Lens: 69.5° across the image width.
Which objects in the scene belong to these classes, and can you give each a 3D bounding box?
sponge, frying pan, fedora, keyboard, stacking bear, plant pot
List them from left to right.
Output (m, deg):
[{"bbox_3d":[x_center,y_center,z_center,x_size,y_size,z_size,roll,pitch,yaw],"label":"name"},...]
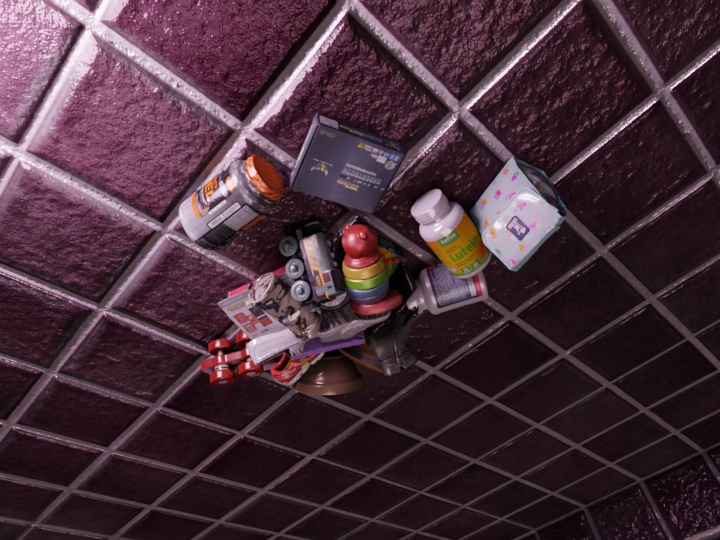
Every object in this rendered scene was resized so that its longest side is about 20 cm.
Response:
[{"bbox_3d":[-0.091,0.157,1.366,0.198,0.112,0.030,-13,147,2],"label":"sponge"},{"bbox_3d":[-0.093,0.278,1.462,0.199,0.201,0.094,-2,93,-8],"label":"plant pot"},{"bbox_3d":[-0.053,0.014,1.222,0.114,0.031,0.191,24,108,-19],"label":"frying pan"},{"bbox_3d":[0.010,-0.011,1.166,0.113,0.121,0.201,-26,124,-21],"label":"stacking bear"},{"bbox_3d":[0.029,0.217,1.439,0.200,0.200,0.082,25,90,-29],"label":"fedora"},{"bbox_3d":[0.101,0.075,1.280,0.020,0.128,0.200,-14,160,-20],"label":"keyboard"}]

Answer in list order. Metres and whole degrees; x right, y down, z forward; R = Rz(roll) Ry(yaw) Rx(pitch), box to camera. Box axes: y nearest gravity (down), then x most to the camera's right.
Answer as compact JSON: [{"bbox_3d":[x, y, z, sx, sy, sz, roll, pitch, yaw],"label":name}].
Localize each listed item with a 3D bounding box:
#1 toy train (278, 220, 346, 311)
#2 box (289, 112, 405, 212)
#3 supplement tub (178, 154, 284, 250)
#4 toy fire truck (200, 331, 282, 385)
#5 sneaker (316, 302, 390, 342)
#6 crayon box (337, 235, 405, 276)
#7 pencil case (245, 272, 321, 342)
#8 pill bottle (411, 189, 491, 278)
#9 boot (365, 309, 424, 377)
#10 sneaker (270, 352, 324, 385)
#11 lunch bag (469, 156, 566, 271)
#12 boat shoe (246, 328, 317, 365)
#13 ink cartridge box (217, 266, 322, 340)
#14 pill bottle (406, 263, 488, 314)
[{"bbox_3d":[-0.107,-0.012,1.168,0.113,0.202,0.085,-19,169,11],"label":"toy train"},{"bbox_3d":[-0.029,-0.216,1.076,0.198,0.051,0.158,15,129,-22],"label":"box"},{"bbox_3d":[-0.260,-0.139,1.057,0.199,0.123,0.122,-32,130,18],"label":"supplement tub"},{"bbox_3d":[-0.324,0.256,1.431,0.198,0.113,0.168,-17,151,7],"label":"toy fire truck"},{"bbox_3d":[-0.020,0.126,1.308,0.198,0.075,0.082,-15,144,-7],"label":"sneaker"},{"bbox_3d":[0.000,0.000,1.280,0.126,0.051,0.200,24,125,-28],"label":"crayon box"},{"bbox_3d":[-0.172,0.090,1.198,0.089,0.078,0.200,-42,128,3],"label":"pencil case"},{"bbox_3d":[0.205,-0.085,1.187,0.111,0.111,0.200,-33,118,20],"label":"pill bottle"},{"bbox_3d":[0.116,0.189,1.382,0.199,0.131,0.068,-32,174,-21],"label":"boot"},{"bbox_3d":[-0.163,0.221,1.397,0.200,0.077,0.085,-51,127,-4],"label":"sneaker"},{"bbox_3d":[0.346,-0.119,1.130,0.121,0.201,0.171,18,128,-24],"label":"lunch bag"},{"bbox_3d":[-0.178,0.183,1.290,0.199,0.069,0.072,-13,161,-30],"label":"boat shoe"},{"bbox_3d":[-0.221,0.069,1.281,0.199,0.084,0.176,-24,132,11],"label":"ink cartridge box"},{"bbox_3d":[0.209,0.043,1.310,0.198,0.120,0.120,-17,133,6],"label":"pill bottle"}]
